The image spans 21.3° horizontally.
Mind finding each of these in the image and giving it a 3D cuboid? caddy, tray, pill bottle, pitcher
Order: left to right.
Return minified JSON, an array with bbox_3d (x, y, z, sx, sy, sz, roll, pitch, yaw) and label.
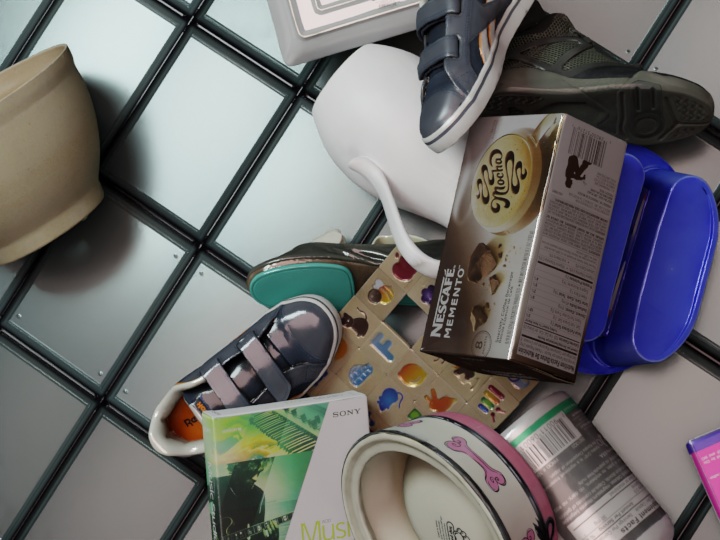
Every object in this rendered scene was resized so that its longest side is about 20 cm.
[{"bbox_3d":[0.015,-0.255,1.654,0.198,0.022,0.108,-16,90,3],"label":"tray"},{"bbox_3d":[0.044,-0.090,1.633,0.200,0.171,0.122,41,133,8],"label":"pitcher"},{"bbox_3d":[0.189,0.210,1.595,0.113,0.113,0.200,-39,79,3],"label":"pill bottle"},{"bbox_3d":[0.218,-0.010,1.622,0.140,0.105,0.202,17,86,-14],"label":"caddy"}]

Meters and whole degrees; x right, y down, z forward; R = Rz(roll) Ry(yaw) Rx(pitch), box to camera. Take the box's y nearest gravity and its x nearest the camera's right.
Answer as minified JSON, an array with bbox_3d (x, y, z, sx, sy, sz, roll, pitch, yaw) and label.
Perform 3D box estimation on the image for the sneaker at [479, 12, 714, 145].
[{"bbox_3d":[0.202,-0.167,1.630,0.197,0.077,0.115,3,48,8],"label":"sneaker"}]

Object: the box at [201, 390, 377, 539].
[{"bbox_3d":[-0.057,0.211,1.624,0.143,0.036,0.202,-7,95,-23],"label":"box"}]

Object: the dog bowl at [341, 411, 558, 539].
[{"bbox_3d":[0.078,0.205,1.567,0.074,0.200,0.201,-30,76,-35],"label":"dog bowl"}]

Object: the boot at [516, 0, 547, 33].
[{"bbox_3d":[0.059,-0.225,1.691,0.198,0.072,0.145,-20,82,3],"label":"boot"}]

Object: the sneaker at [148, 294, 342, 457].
[{"bbox_3d":[-0.101,0.100,1.649,0.200,0.079,0.079,-40,89,21],"label":"sneaker"}]

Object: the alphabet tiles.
[{"bbox_3d":[0.035,0.101,1.649,0.167,0.008,0.200,43,112,4],"label":"alphabet tiles"}]

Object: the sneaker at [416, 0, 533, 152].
[{"bbox_3d":[0.079,-0.191,1.574,0.079,0.078,0.201,36,57,-17],"label":"sneaker"}]

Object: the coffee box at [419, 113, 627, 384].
[{"bbox_3d":[0.130,-0.018,1.535,0.113,0.079,0.202,4,78,52],"label":"coffee box"}]

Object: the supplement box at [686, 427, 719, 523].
[{"bbox_3d":[0.353,0.216,1.573,0.103,0.101,0.202,-22,81,6],"label":"supplement box"}]

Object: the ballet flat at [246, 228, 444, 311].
[{"bbox_3d":[0.000,0.000,1.679,0.198,0.068,0.069,2,42,0],"label":"ballet flat"}]

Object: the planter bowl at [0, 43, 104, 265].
[{"bbox_3d":[-0.310,-0.090,1.690,0.199,0.200,0.135,-28,107,5],"label":"planter bowl"}]
